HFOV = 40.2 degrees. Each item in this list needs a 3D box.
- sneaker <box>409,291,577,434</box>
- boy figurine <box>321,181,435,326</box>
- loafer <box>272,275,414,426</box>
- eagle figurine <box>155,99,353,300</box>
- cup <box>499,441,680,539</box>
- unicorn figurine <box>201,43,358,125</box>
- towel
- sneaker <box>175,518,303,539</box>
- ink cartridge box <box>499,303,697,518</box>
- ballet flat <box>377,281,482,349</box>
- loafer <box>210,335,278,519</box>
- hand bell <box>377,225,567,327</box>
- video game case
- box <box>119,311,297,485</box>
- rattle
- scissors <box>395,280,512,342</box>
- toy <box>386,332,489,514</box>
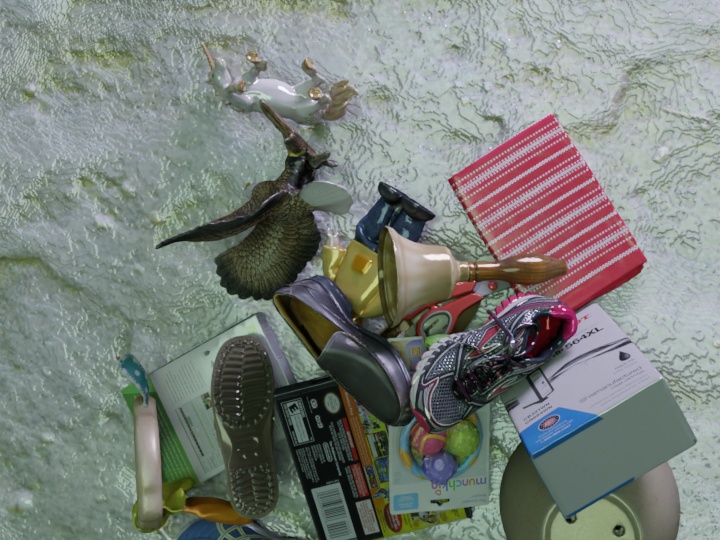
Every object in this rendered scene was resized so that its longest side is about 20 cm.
[{"bbox_3d":[0.131,0.088,0.992,0.199,0.074,0.081,-39,108,-18],"label":"sneaker"},{"bbox_3d":[0.000,0.000,1.112,0.124,0.064,0.202,36,99,21],"label":"boy figurine"},{"bbox_3d":[-0.020,0.088,1.026,0.200,0.072,0.073,45,120,28],"label":"loafer"},{"bbox_3d":[-0.112,-0.061,1.111,0.151,0.151,0.201,36,87,-5],"label":"eagle figurine"},{"bbox_3d":[0.240,0.262,1.028,0.196,0.143,0.204,0,91,11],"label":"cup"},{"bbox_3d":[-0.107,-0.205,1.115,0.197,0.137,0.075,26,79,-4],"label":"unicorn figurine"},{"bbox_3d":[0.205,-0.052,1.081,0.143,0.022,0.202,-31,84,-2],"label":"towel"},{"bbox_3d":[-0.136,0.330,1.132,0.197,0.077,0.077,3,92,27],"label":"sneaker"},{"bbox_3d":[0.223,0.133,0.989,0.145,0.200,0.085,-32,108,5],"label":"ink cartridge box"},{"bbox_3d":[0.060,0.075,1.104,0.200,0.063,0.069,-45,81,9],"label":"ballet flat"},{"bbox_3d":[-0.132,0.176,1.109,0.074,0.068,0.204,-1,75,-13],"label":"loafer"},{"bbox_3d":[0.123,0.000,1.037,0.196,0.104,0.106,-4,90,-9],"label":"hand bell"},{"bbox_3d":[0.016,0.204,1.100,0.178,0.026,0.203,-15,105,8],"label":"video game case"},{"bbox_3d":[-0.171,0.160,1.169,0.198,0.036,0.146,-28,85,10],"label":"box"},{"bbox_3d":[-0.205,0.188,1.126,0.140,0.131,0.203,-8,63,2],"label":"rattle"},{"bbox_3d":[0.131,0.015,1.083,0.198,0.014,0.074,-29,77,-10],"label":"scissors"},{"bbox_3d":[0.087,0.170,1.046,0.113,0.047,0.204,-3,102,-7],"label":"toy"}]
